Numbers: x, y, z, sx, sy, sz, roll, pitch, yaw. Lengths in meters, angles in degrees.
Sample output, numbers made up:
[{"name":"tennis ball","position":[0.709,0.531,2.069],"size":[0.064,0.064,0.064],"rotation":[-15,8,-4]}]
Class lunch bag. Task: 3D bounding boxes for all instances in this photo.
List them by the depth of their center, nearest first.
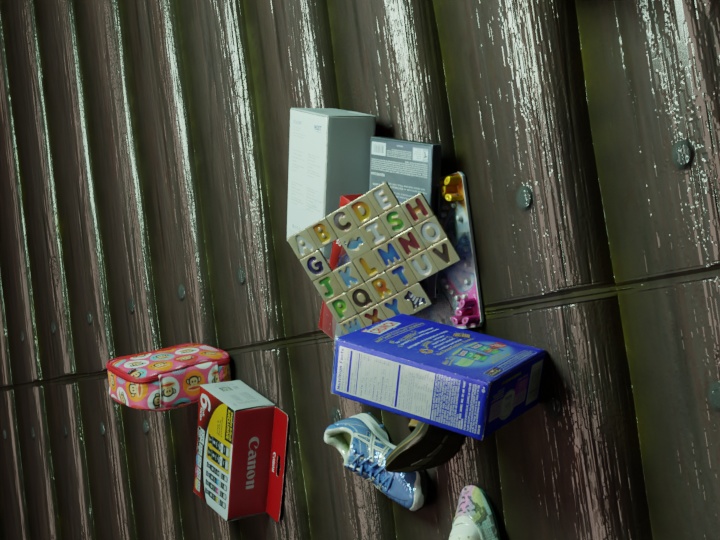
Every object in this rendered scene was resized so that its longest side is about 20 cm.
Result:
[{"name":"lunch bag","position":[-0.342,0.184,2.113],"size":[0.176,0.200,0.082],"rotation":[13,109,55]}]

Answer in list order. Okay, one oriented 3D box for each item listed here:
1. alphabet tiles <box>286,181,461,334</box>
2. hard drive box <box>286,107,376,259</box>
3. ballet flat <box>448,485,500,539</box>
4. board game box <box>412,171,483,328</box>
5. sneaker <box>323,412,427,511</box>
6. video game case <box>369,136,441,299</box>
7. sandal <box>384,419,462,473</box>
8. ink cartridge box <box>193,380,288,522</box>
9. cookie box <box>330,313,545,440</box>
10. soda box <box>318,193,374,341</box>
[{"name":"alphabet tiles","position":[0.024,-0.014,1.547],"size":[0.200,0.008,0.167],"rotation":[-28,97,27]},{"name":"hard drive box","position":[-0.045,-0.127,1.707],"size":[0.156,0.077,0.201],"rotation":[-152,62,-64]},{"name":"ballet flat","position":[0.146,0.374,1.513],"size":[0.069,0.071,0.201],"rotation":[-30,69,55]},{"name":"board game box","position":[0.082,-0.016,1.600],"size":[0.200,0.026,0.201],"rotation":[-12,84,56]},{"name":"sneaker","position":[0.021,0.275,1.684],"size":[0.200,0.077,0.076],"rotation":[37,122,47]},{"name":"video game case","position":[0.056,-0.073,1.592],"size":[0.143,0.019,0.201],"rotation":[17,109,55]},{"name":"sandal","position":[0.094,0.201,1.568],"size":[0.055,0.081,0.200],"rotation":[-103,29,-42]},{"name":"ink cartridge box","position":[-0.204,0.310,2.023],"size":[0.175,0.084,0.201],"rotation":[23,112,53]},{"name":"cookie box","position":[0.092,0.120,1.411],"size":[0.200,0.171,0.075],"rotation":[14,106,28]},{"name":"soda box","position":[0.000,0.000,1.614],"size":[0.070,0.063,0.201],"rotation":[38,124,47]}]
